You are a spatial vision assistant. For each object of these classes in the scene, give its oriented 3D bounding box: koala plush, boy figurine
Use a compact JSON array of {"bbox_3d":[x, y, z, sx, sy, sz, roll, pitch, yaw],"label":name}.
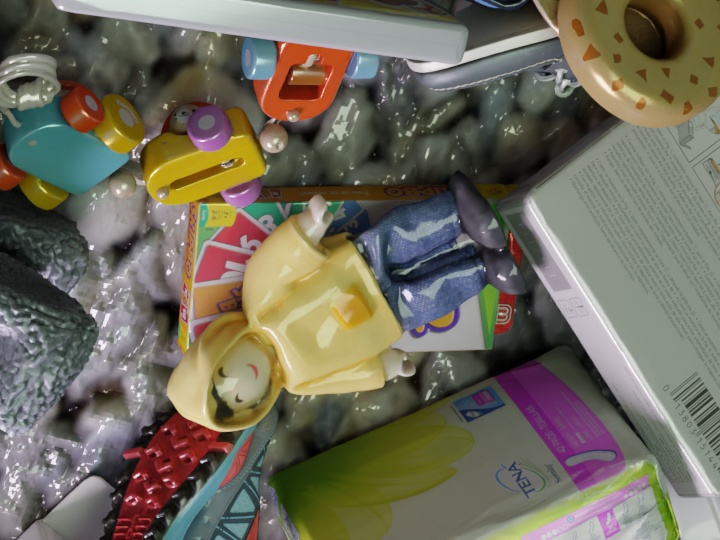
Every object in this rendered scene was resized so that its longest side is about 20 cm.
[{"bbox_3d":[-0.253,0.055,1.328,0.183,0.177,0.201,22,107,-14],"label":"koala plush"},{"bbox_3d":[-0.016,0.018,1.413,0.199,0.064,0.125,-27,122,-8],"label":"boy figurine"}]

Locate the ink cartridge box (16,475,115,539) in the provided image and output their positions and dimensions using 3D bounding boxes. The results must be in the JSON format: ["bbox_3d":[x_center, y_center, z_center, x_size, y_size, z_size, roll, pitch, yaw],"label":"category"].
[{"bbox_3d":[-0.177,0.226,1.484,0.200,0.068,0.116,-46,119,6],"label":"ink cartridge box"}]

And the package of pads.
[{"bbox_3d":[0.063,0.135,1.470,0.199,0.155,0.068,-24,120,-6],"label":"package of pads"}]

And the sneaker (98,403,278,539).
[{"bbox_3d":[-0.095,0.156,1.449,0.096,0.079,0.201,44,63,-38],"label":"sneaker"}]

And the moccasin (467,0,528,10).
[{"bbox_3d":[0.021,-0.205,1.342,0.200,0.068,0.081,30,102,-28],"label":"moccasin"}]

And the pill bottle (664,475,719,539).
[{"bbox_3d":[0.275,0.113,1.543,0.199,0.112,0.112,-20,120,1],"label":"pill bottle"}]

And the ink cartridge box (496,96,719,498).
[{"bbox_3d":[0.198,-0.004,1.463,0.176,0.045,0.200,-36,99,-22],"label":"ink cartridge box"}]

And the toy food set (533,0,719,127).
[{"bbox_3d":[0.163,-0.187,1.366,0.199,0.049,0.199,-29,95,-21],"label":"toy food set"}]

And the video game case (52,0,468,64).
[{"bbox_3d":[-0.068,-0.148,1.274,0.199,0.182,0.023,6,109,-21],"label":"video game case"}]

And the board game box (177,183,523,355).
[{"bbox_3d":[0.000,0.000,1.460,0.199,0.030,0.096,-3,116,-20],"label":"board game box"}]

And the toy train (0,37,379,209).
[{"bbox_3d":[-0.098,-0.094,1.343,0.199,0.056,0.151,-4,144,-18],"label":"toy train"}]

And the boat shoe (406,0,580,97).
[{"bbox_3d":[0.121,-0.123,1.415,0.199,0.073,0.062,-19,115,-15],"label":"boat shoe"}]
